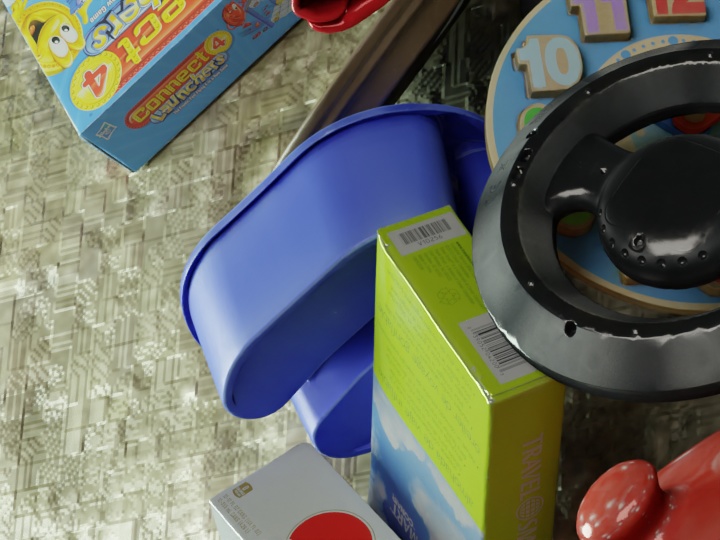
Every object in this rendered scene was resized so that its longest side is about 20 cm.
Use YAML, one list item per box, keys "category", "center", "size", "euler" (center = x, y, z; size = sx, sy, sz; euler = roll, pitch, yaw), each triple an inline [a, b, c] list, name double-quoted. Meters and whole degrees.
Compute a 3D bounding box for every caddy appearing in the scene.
- category: "caddy"
  center: [0.000, 0.000, 1.503]
  size: [0.200, 0.141, 0.105]
  euler: [-42, 43, 24]

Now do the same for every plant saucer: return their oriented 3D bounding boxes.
- category: "plant saucer"
  center: [0.018, -0.115, 1.555]
  size: [0.029, 0.200, 0.200]
  euler: [36, 92, 1]

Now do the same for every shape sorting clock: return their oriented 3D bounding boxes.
- category: "shape sorting clock"
  center: [0.160, -0.070, 1.440]
  size: [0.199, 0.039, 0.200]
  euler: [1, 58, -2]

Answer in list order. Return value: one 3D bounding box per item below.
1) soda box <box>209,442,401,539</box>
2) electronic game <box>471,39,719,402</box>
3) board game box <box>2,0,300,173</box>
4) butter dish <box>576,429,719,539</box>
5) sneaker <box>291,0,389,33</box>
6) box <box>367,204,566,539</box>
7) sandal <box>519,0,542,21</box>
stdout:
- category: "soda box"
  center: [0.007, 0.175, 1.456]
  size: [0.064, 0.068, 0.200]
  euler: [-31, 48, -18]
- category: "electronic game"
  center: [0.147, -0.026, 1.340]
  size: [0.199, 0.042, 0.200]
  euler: [-12, 51, 15]
- category: "board game box"
  center: [-0.116, -0.194, 1.754]
  size: [0.200, 0.056, 0.196]
  euler: [-43, 49, 11]
- category: "butter dish"
  center: [0.156, 0.138, 1.279]
  size: [0.199, 0.148, 0.200]
  euler: [-43, 20, 26]
- category: "sneaker"
  center: [-0.041, -0.190, 1.588]
  size: [0.200, 0.078, 0.116]
  euler: [1, 47, 37]
- category: "box"
  center: [0.049, 0.082, 1.430]
  size: [0.048, 0.200, 0.122]
  euler: [-19, 50, -18]
- category: "sandal"
  center: [0.100, -0.093, 1.535]
  size: [0.043, 0.076, 0.200]
  euler: [-20, 46, 14]
